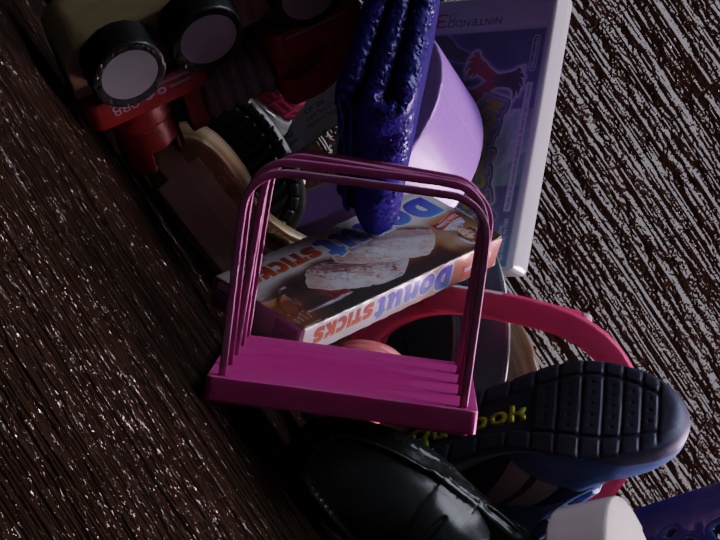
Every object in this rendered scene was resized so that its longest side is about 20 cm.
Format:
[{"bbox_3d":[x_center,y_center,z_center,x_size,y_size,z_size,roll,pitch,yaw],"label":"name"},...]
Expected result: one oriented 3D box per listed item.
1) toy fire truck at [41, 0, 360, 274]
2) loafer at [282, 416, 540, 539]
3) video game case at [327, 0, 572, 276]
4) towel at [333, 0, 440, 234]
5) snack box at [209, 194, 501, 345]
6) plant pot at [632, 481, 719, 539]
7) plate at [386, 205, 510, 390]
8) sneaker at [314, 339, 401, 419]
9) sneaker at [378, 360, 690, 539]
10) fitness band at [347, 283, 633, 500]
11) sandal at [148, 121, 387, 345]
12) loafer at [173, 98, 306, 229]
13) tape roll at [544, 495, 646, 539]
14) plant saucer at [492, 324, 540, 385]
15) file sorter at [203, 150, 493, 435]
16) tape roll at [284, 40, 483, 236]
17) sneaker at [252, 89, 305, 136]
[{"bbox_3d":[-0.078,-0.104,1.560,0.129,0.175,0.200,58,-11,41],"label":"toy fire truck"},{"bbox_3d":[0.045,0.144,1.422,0.200,0.068,0.070,35,3,-24],"label":"loafer"},{"bbox_3d":[0.055,-0.094,1.825,0.023,0.182,0.201,24,72,-47],"label":"video game case"},{"bbox_3d":[0.015,-0.122,1.545,0.200,0.049,0.148,97,4,-71],"label":"towel"},{"bbox_3d":[0.000,0.000,1.597,0.072,0.024,0.200,30,33,29],"label":"snack box"},{"bbox_3d":[0.208,0.271,1.620,0.201,0.199,0.180,58,31,-17],"label":"plant pot"},{"bbox_3d":[0.035,0.055,1.738,0.025,0.201,0.200,6,35,-31],"label":"plate"},{"bbox_3d":[0.022,0.144,1.581,0.201,0.073,0.087,59,27,-19],"label":"sneaker"},{"bbox_3d":[0.100,0.109,1.485,0.082,0.199,0.074,57,34,-34],"label":"sneaker"},{"bbox_3d":[0.079,0.085,1.640,0.199,0.144,0.037,12,2,10],"label":"fitness band"},{"bbox_3d":[-0.064,0.004,1.638,0.212,0.077,0.070,48,27,-25],"label":"sandal"},{"bbox_3d":[-0.108,-0.101,1.691,0.200,0.073,0.071,51,0,-1],"label":"loafer"},{"bbox_3d":[0.143,0.223,1.415,0.203,0.037,0.204,-13,90,-75],"label":"tape roll"},{"bbox_3d":[0.071,0.119,1.741,0.200,0.029,0.201,-178,-90,-68],"label":"plant saucer"},{"bbox_3d":[0.000,0.005,1.400,0.200,0.138,0.126,-74,172,-85],"label":"file sorter"},{"bbox_3d":[-0.019,-0.081,1.776,0.066,0.200,0.200,54,4,-38],"label":"tape roll"},{"bbox_3d":[-0.131,-0.141,1.763,0.200,0.075,0.081,37,12,27],"label":"sneaker"}]
